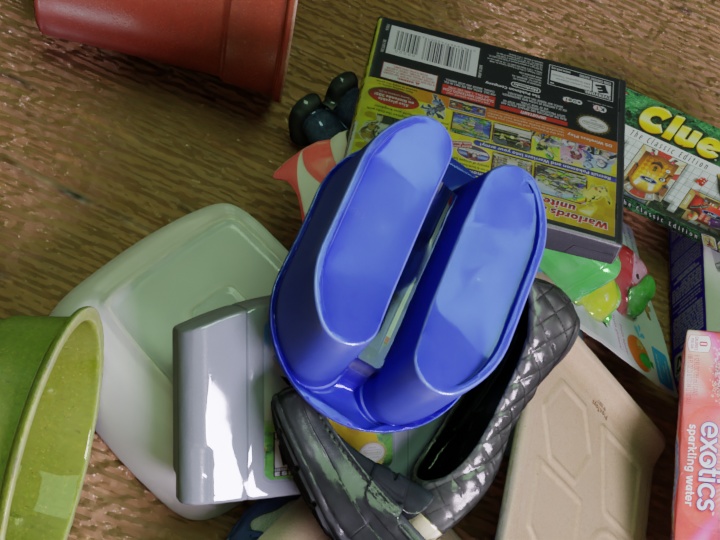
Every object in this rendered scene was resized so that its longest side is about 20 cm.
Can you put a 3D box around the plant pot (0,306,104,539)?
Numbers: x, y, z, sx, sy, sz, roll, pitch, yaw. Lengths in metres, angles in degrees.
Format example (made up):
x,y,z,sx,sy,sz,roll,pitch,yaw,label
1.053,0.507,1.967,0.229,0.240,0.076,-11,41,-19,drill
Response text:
x,y,z,sx,sy,sz,roll,pitch,yaw,label
-0.275,0.099,0.779,0.190,0.200,0.200,12,58,1,plant pot

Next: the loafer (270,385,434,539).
x,y,z,sx,sy,sz,roll,pitch,yaw,label
0.013,0.153,0.801,0.070,0.068,0.201,-32,81,-10,loafer

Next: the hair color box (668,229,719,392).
x,y,z,sx,sy,sz,roll,pitch,yaw,label
0.326,0.016,1.098,0.109,0.065,0.200,14,61,-13,hair color box

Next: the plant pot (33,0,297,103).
x,y,z,sx,sy,sz,roll,pitch,yaw,label
-0.145,-0.245,1.005,0.195,0.201,0.201,8,60,-6,plant pot

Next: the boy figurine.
x,y,z,sx,sy,sz,roll,pitch,yaw,label
0.036,-0.075,1.014,0.124,0.064,0.200,-37,67,-24,boy figurine

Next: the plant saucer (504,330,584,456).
x,y,z,sx,sy,sz,roll,pitch,yaw,label
0.095,0.047,1.014,0.200,0.036,0.200,8,61,-15,plant saucer

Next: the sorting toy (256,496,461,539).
x,y,z,sx,sy,sz,roll,pitch,yaw,label
0.027,0.226,0.857,0.200,0.036,0.185,45,30,6,sorting toy

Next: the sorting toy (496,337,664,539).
x,y,z,sx,sy,sz,roll,pitch,yaw,label
0.152,0.167,0.917,0.185,0.036,0.200,45,51,-36,sorting toy

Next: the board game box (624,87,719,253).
x,y,z,sx,sy,sz,roll,pitch,yaw,label
0.262,-0.091,1.103,0.200,0.023,0.105,28,64,24,board game box

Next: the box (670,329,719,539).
x,y,z,sx,sy,sz,roll,pitch,yaw,label
0.282,0.152,0.941,0.102,0.095,0.200,5,76,13,box

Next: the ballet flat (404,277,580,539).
x,y,z,sx,sy,sz,roll,pitch,yaw,label
0.073,0.093,0.848,0.057,0.066,0.200,34,85,-29,ballet flat

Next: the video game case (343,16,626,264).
x,y,z,sx,sy,sz,roll,pitch,yaw,label
0.094,-0.099,0.937,0.200,0.026,0.181,14,48,-3,video game case

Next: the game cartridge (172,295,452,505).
x,y,z,sx,sy,sz,roll,pitch,yaw,label
-0.027,0.080,0.859,0.200,0.040,0.134,-3,92,-26,game cartridge

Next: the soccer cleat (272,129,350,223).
x,y,z,sx,sy,sz,roll,pitch,yaw,label
0.000,0.000,0.948,0.073,0.068,0.200,-20,89,16,soccer cleat

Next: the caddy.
x,y,z,sx,sy,sz,roll,pitch,yaw,label
0.028,0.003,0.806,0.141,0.105,0.200,29,67,-10,caddy

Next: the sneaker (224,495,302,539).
x,y,z,sx,sy,sz,roll,pitch,yaw,label
-0.071,0.222,0.828,0.075,0.088,0.200,29,56,-1,sneaker

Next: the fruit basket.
x,y,z,sx,sy,sz,roll,pitch,yaw,label
0.183,-0.015,1.010,0.200,0.094,0.185,29,39,-32,fruit basket

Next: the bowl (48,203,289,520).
x,y,z,sx,sy,sz,roll,pitch,yaw,label
-0.103,0.051,0.918,0.200,0.075,0.200,-37,79,-31,bowl
